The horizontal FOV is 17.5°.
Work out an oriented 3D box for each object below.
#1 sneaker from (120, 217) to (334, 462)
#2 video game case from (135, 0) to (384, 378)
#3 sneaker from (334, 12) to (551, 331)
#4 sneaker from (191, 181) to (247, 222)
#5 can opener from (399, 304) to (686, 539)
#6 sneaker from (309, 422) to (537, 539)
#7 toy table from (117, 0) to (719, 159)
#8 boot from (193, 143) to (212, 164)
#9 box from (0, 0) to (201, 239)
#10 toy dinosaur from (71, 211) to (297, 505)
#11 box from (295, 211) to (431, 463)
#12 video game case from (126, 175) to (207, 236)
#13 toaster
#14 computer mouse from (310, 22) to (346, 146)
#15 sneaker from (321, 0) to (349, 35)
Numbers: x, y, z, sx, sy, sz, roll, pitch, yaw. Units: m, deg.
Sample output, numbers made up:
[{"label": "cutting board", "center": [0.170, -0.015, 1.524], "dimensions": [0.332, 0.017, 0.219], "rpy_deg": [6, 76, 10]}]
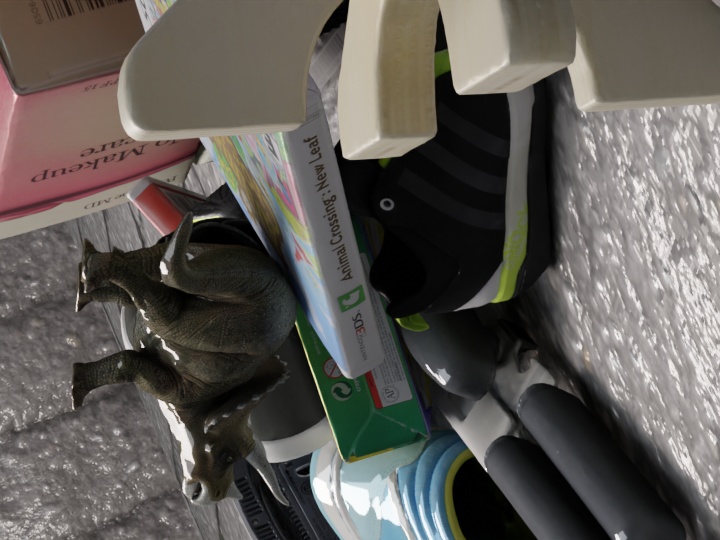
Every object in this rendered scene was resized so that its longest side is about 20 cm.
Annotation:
[{"label": "sneaker", "center": [-0.073, 0.012, 1.131], "dimensions": [0.200, 0.071, 0.100], "rpy_deg": [34, 142, 59]}, {"label": "video game case", "center": [-0.054, -0.077, 0.943], "dimensions": [0.200, 0.022, 0.182], "rpy_deg": [57, 169, 33]}, {"label": "sneaker", "center": [0.025, -0.050, 0.916], "dimensions": [0.072, 0.083, 0.200], "rpy_deg": [-124, 17, -47]}, {"label": "sneaker", "center": [-0.028, -0.014, 1.238], "dimensions": [0.081, 0.074, 0.200], "rpy_deg": [52, -171, 16]}, {"label": "can opener", "center": [0.067, 0.073, 0.984], "dimensions": [0.053, 0.066, 0.200], "rpy_deg": [-60, 34, 15]}, {"label": "sneaker", "center": [0.069, 0.151, 1.112], "dimensions": [0.130, 0.080, 0.200], "rpy_deg": [4, 139, 54]}, {"label": "toy table", "center": [0.019, -0.100, 0.670], "dimensions": [0.200, 0.183, 0.118], "rpy_deg": [113, 152, -86]}, {"label": "boot", "center": [-0.071, -0.136, 1.276], "dimensions": [0.200, 0.072, 0.145], "rpy_deg": [161, 91, -74]}, {"label": "box", "center": [-0.149, -0.112, 1.218], "dimensions": [0.109, 0.127, 0.200], "rpy_deg": [67, 160, 14]}, {"label": "toy dinosaur", "center": [-0.067, 0.018, 0.978], "dimensions": [0.200, 0.102, 0.077], "rpy_deg": [107, 164, -51]}, {"label": "box", "center": [0.000, 0.000, 1.120], "dimensions": [0.200, 0.048, 0.118], "rpy_deg": [-88, -20, -72]}, {"label": "video game case", "center": [-0.040, 0.030, 1.281], "dimensions": [0.200, 0.017, 0.143], "rpy_deg": [47, -175, 9]}, {"label": "toaster", "center": [-0.002, 0.167, 1.401], "dimensions": [0.200, 0.113, 0.129], "rpy_deg": [55, 167, 43]}, {"label": "computer mouse", "center": [-0.018, -0.151, 1.045], "dimensions": [0.200, 0.046, 0.141], "rpy_deg": [52, 139, 16]}, {"label": "sneaker", "center": [-0.019, -0.162, 0.955], "dimensions": [0.200, 0.070, 0.082], "rpy_deg": [131, 143, -64]}]
